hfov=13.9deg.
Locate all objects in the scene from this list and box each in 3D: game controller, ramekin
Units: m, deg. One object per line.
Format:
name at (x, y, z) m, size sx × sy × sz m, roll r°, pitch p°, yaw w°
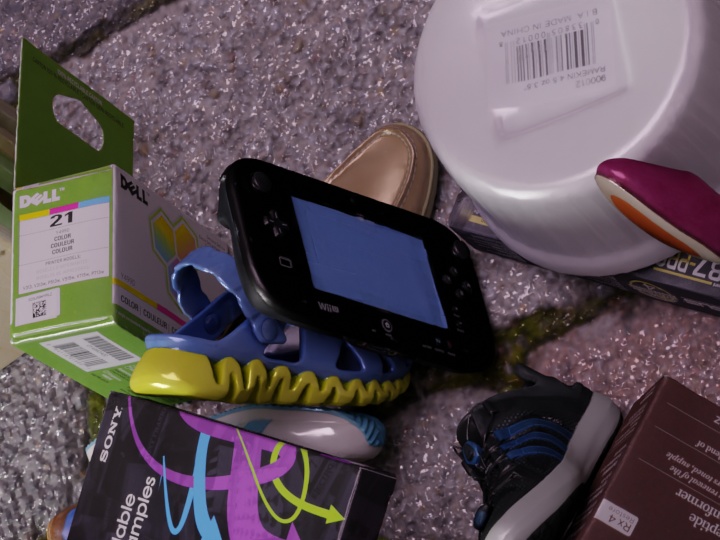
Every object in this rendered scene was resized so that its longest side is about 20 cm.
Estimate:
game controller at (0.000, 0.000, 1.688) m, size 0.042 × 0.199 × 0.105 m, roll -45°, pitch 49°, yaw 27°
ramekin at (0.127, -0.107, 1.660) m, size 0.199 × 0.098 × 0.202 m, roll -11°, pitch 66°, yaw 25°

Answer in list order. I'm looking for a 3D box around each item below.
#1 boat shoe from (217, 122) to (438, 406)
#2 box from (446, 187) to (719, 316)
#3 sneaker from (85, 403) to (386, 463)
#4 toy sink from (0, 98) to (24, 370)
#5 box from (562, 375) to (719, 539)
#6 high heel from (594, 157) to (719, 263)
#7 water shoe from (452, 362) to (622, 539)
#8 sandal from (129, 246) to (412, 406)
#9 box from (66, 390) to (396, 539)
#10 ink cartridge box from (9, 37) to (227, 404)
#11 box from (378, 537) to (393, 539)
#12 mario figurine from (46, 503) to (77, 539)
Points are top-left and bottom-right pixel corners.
boat shoe at (-0.025, -0.006, 1.779) m, size 0.072 × 0.065 × 0.200 m, roll 35°, pitch 90°, yaw 33°
box at (0.167, -0.070, 1.711) m, size 0.199 × 0.049 × 0.162 m, roll 15°, pitch 77°, yaw 31°
sneaker at (-0.071, 0.126, 1.756) m, size 0.199 × 0.076 × 0.081 m, roll -14°, pitch 75°, yaw 29°
toy sink at (-0.269, -0.053, 1.891) m, size 0.112 × 0.130 × 0.201 m, roll -35°, pitch 58°, yaw 12°
box at (0.152, 0.168, 1.570) m, size 0.100 × 0.075 × 0.201 m, roll 29°, pitch 74°, yaw 0°
high heel at (0.215, -0.043, 1.597) m, size 0.067 × 0.199 × 0.097 m, roll 25°, pitch 89°, yaw 56°
water shoe at (0.081, 0.114, 1.609) m, size 0.079 × 0.200 × 0.072 m, roll 27°, pitch 114°, yaw 9°
sandal at (-0.044, 0.035, 1.695) m, size 0.079 × 0.199 × 0.088 m, roll 0°, pitch 86°, yaw 43°
box at (-0.081, 0.154, 1.593) m, size 0.199 × 0.036 × 0.144 m, roll 13°, pitch 85°, yaw 43°
ink cartridge box at (-0.145, -0.033, 1.805) m, size 0.075 × 0.148 × 0.201 m, roll -11°, pitch 67°, yaw 24°
box at (0.065, 0.220, 1.602) m, size 0.048 × 0.199 × 0.123 m, roll 147°, pitch 134°, yaw -67°
mario figurine at (-0.075, 0.165, 1.686) m, size 0.199 × 0.106 × 0.124 m, roll -10°, pitch 112°, yaw 30°
